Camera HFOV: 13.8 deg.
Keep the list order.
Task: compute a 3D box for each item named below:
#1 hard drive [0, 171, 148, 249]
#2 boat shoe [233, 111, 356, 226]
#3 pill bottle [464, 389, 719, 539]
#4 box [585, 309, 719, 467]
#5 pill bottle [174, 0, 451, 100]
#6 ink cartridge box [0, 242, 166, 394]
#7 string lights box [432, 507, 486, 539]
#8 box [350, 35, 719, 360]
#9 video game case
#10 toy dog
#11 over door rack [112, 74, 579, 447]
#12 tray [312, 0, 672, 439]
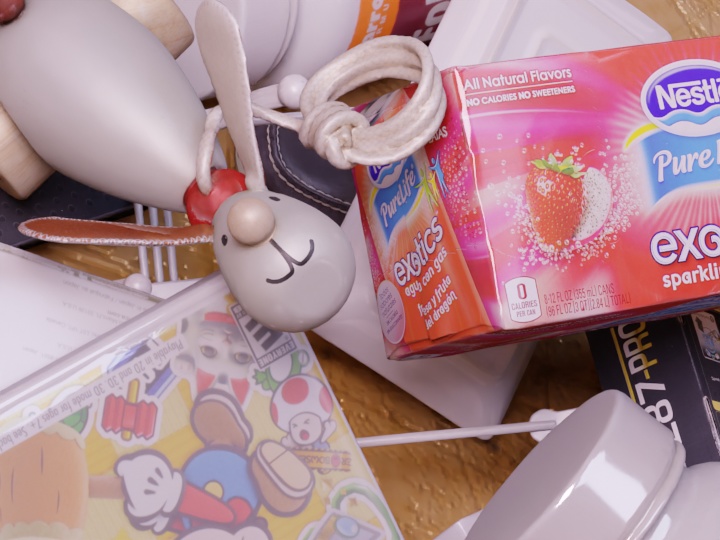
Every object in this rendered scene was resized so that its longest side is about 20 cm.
[{"bbox_3d":[-0.158,-0.098,1.180,0.135,0.042,0.200,-21,76,-44],"label":"hard drive"},{"bbox_3d":[0.042,-0.034,1.273,0.200,0.065,0.072,19,50,-26],"label":"boat shoe"},{"bbox_3d":[0.137,0.143,1.096,0.200,0.114,0.114,41,44,-7],"label":"pill bottle"},{"bbox_3d":[0.169,0.063,1.261,0.200,0.049,0.161,20,47,-55],"label":"box"},{"bbox_3d":[-0.015,-0.139,1.268,0.200,0.114,0.114,-21,74,-44],"label":"pill bottle"},{"bbox_3d":[-0.130,0.097,1.043,0.109,0.050,0.200,20,75,-26],"label":"ink cartridge box"},{"bbox_3d":[0.105,0.182,1.170,0.103,0.059,0.200,-20,73,-45],"label":"string lights box"},{"bbox_3d":[0.106,-0.032,1.125,0.200,0.095,0.100,-8,85,-28],"label":"box"},{"bbox_3d":[-0.074,0.118,1.028,0.200,0.023,0.182,-30,98,-29],"label":"video game case"},{"bbox_3d":[-0.081,-0.059,1.043,0.096,0.200,0.132,49,62,-48],"label":"toy dog"},{"bbox_3d":[0.000,0.000,1.150,0.200,0.067,0.148,-4,84,-19],"label":"over door rack"},{"bbox_3d":[0.060,-0.040,1.232,0.107,0.022,0.200,33,73,-25],"label":"tray"}]
